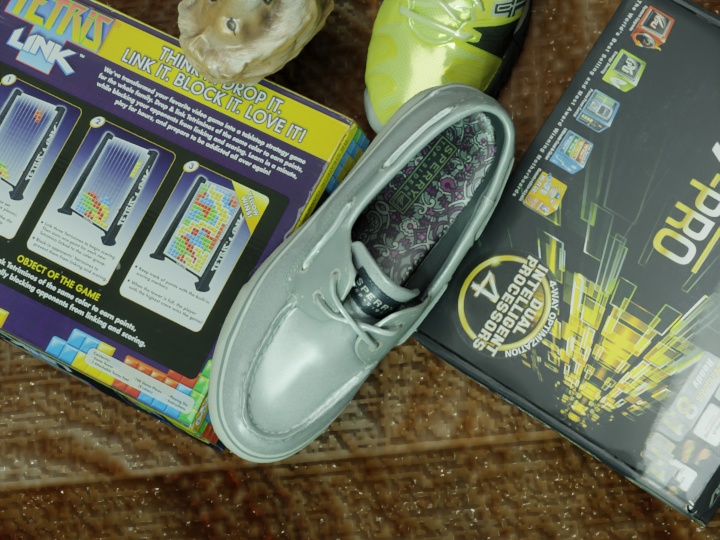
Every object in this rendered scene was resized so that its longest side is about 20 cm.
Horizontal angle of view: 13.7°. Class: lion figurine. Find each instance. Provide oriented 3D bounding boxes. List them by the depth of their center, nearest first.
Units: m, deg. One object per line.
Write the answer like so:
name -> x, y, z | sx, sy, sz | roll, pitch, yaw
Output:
lion figurine -> -0.062, -0.172, 1.446 | 0.122, 0.073, 0.200 | -34, 46, -5

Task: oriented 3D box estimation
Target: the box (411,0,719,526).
box -> 0.142, -0.010, 1.363 | 0.161, 0.049, 0.200 | 33, 87, 21

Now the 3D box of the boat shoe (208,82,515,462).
boat shoe -> 0.001, 0.000, 1.357 | 0.070, 0.071, 0.201 | 36, 86, -13

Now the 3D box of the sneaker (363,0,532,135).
sneaker -> 0.051, -0.153, 1.417 | 0.075, 0.076, 0.201 | 22, 83, 20

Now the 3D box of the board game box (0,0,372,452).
board game box -> -0.115, -0.031, 1.445 | 0.199, 0.057, 0.166 | 26, 82, 22
